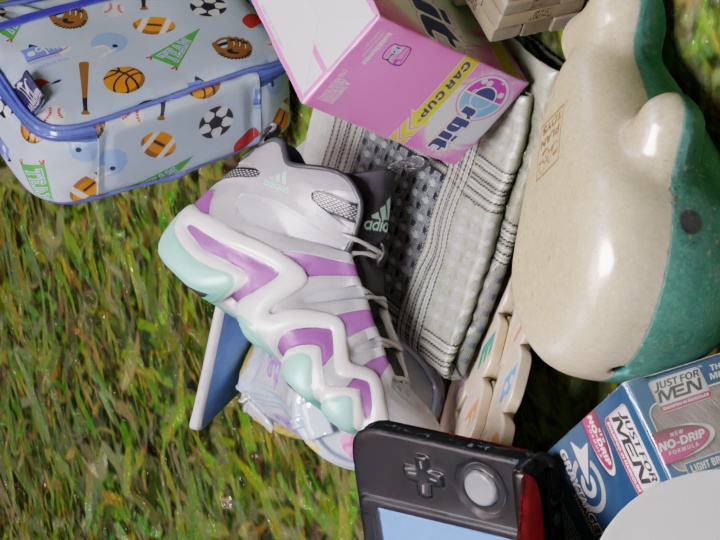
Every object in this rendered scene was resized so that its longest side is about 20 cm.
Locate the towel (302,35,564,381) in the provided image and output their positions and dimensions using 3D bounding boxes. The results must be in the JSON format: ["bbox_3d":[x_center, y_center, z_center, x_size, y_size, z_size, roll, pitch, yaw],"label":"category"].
[{"bbox_3d":[0.029,-0.068,1.487,0.193,0.034,0.201,46,126,47],"label":"towel"}]

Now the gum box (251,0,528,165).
[{"bbox_3d":[-0.004,-0.160,1.422,0.066,0.113,0.201,-46,47,25],"label":"gum box"}]

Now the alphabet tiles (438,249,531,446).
[{"bbox_3d":[0.055,0.092,1.451,0.196,0.015,0.201,123,165,-62],"label":"alphabet tiles"}]

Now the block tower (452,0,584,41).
[{"bbox_3d":[0.097,-0.197,1.313,0.058,0.054,0.200,62,152,29],"label":"block tower"}]

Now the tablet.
[{"bbox_3d":[-0.055,0.000,1.652,0.014,0.130,0.201,31,137,16],"label":"tablet"}]

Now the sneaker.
[{"bbox_3d":[0.000,0.000,1.455,0.200,0.140,0.078,42,-176,11],"label":"sneaker"}]

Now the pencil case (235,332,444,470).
[{"bbox_3d":[-0.015,0.069,1.593,0.200,0.090,0.084,-171,79,-76],"label":"pencil case"}]

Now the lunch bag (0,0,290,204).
[{"bbox_3d":[-0.152,-0.127,1.691,0.160,0.199,0.076,53,150,40],"label":"lunch bag"}]

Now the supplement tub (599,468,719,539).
[{"bbox_3d":[0.168,0.201,1.217,0.146,0.145,0.201,52,160,40],"label":"supplement tub"}]

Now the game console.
[{"bbox_3d":[0.048,0.195,1.297,0.172,0.119,0.201,10,118,36],"label":"game console"}]

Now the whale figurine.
[{"bbox_3d":[0.137,-0.043,1.288,0.159,0.103,0.201,129,147,-60],"label":"whale figurine"}]

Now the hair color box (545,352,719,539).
[{"bbox_3d":[0.141,0.104,1.317,0.061,0.100,0.200,66,153,16],"label":"hair color box"}]
